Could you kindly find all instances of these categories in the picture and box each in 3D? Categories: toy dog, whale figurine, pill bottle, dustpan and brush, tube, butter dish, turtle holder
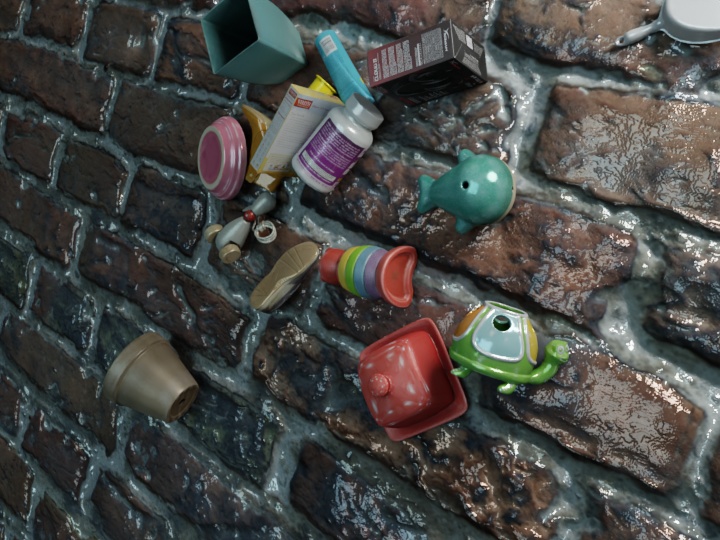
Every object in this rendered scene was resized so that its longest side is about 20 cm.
[{"bbox_3d":[-0.268,-0.095,1.527,0.199,0.096,0.133,-20,73,17],"label":"toy dog"},{"bbox_3d":[0.182,-0.148,1.189,0.199,0.103,0.160,3,90,35],"label":"whale figurine"},{"bbox_3d":[-0.045,-0.268,1.350,0.200,0.112,0.113,-46,64,24],"label":"pill bottle"},{"bbox_3d":[0.502,-0.406,1.018,0.199,0.057,0.141,-15,78,27],"label":"dustpan and brush"},{"bbox_3d":[-0.037,-0.425,1.394,0.077,0.050,0.201,-38,71,44],"label":"tube"},{"bbox_3d":[0.069,0.213,1.224,0.199,0.147,0.201,-31,70,29],"label":"butter dish"},{"bbox_3d":[0.249,0.132,1.107,0.185,0.141,0.133,21,98,35],"label":"turtle holder"}]

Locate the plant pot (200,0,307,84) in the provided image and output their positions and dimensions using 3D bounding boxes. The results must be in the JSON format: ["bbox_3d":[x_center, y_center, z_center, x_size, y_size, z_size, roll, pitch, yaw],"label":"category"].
[{"bbox_3d":[-0.221,-0.503,1.432,0.141,0.199,0.142,-24,75,31],"label":"plant pot"}]

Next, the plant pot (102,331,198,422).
[{"bbox_3d":[-0.510,0.286,1.616,0.173,0.200,0.201,33,107,15],"label":"plant pot"}]

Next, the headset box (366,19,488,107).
[{"bbox_3d":[0.118,-0.382,1.219,0.199,0.148,0.078,-10,81,33],"label":"headset box"}]

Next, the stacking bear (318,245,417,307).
[{"bbox_3d":[0.000,0.000,1.312,0.199,0.113,0.122,9,92,39],"label":"stacking bear"}]

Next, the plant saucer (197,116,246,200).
[{"bbox_3d":[-0.342,-0.271,1.560,0.200,0.051,0.202,7,98,52],"label":"plant saucer"}]

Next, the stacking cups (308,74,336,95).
[{"bbox_3d":[-0.137,-0.333,1.417,0.200,0.060,0.060,-49,62,4],"label":"stacking cups"}]

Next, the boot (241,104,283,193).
[{"bbox_3d":[-0.243,-0.285,1.513,0.201,0.071,0.144,42,108,24],"label":"boot"}]

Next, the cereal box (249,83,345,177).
[{"bbox_3d":[-0.135,-0.293,1.383,0.040,0.143,0.200,49,119,28],"label":"cereal box"}]

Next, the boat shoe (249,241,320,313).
[{"bbox_3d":[-0.163,0.019,1.447,0.200,0.065,0.072,-46,53,3],"label":"boat shoe"}]
